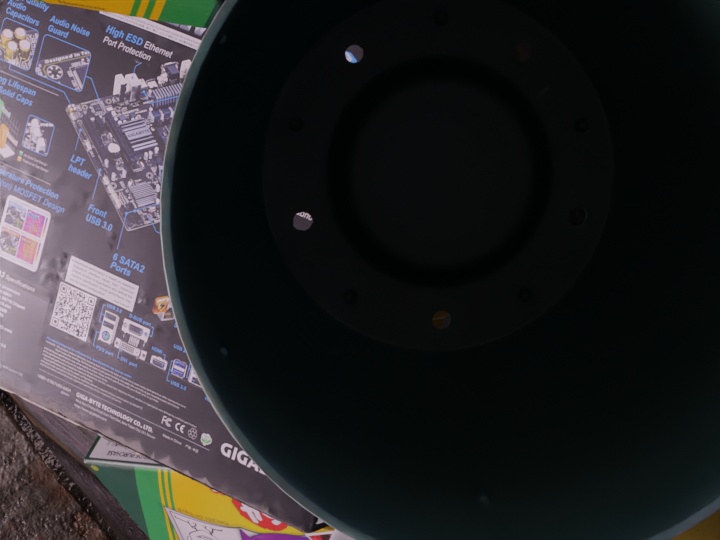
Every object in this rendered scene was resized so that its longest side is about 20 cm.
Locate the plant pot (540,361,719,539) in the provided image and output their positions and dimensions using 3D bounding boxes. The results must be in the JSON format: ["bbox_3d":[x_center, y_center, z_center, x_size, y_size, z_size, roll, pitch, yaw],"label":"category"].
[{"bbox_3d":[0.147,0.123,0.841,0.141,0.201,0.200,9,146,28],"label":"plant pot"}]

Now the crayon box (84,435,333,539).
[{"bbox_3d":[-0.009,0.133,1.183,0.199,0.058,0.173,2,139,38],"label":"crayon box"}]

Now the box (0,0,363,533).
[{"bbox_3d":[-0.063,-0.031,0.914,0.199,0.200,0.050,22,-166,25],"label":"box"}]

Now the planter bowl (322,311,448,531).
[{"bbox_3d":[0.000,0.000,0.991,0.200,0.200,0.084,46,141,11],"label":"planter bowl"}]

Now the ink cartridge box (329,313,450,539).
[{"bbox_3d":[0.066,0.106,0.928,0.087,0.201,0.146,13,148,29],"label":"ink cartridge box"}]

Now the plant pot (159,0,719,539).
[{"bbox_3d":[0.036,-0.025,0.737,0.201,0.200,0.161,51,179,-9],"label":"plant pot"}]

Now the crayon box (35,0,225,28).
[{"bbox_3d":[-0.115,-0.151,0.791,0.126,0.051,0.200,11,161,19],"label":"crayon box"}]
